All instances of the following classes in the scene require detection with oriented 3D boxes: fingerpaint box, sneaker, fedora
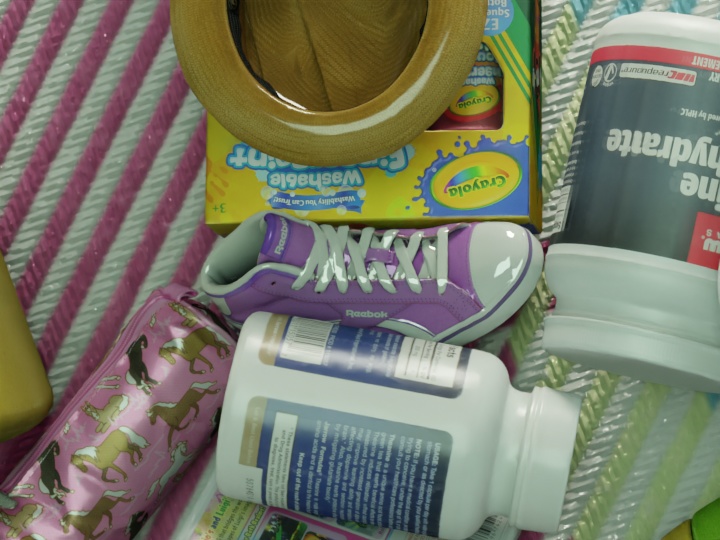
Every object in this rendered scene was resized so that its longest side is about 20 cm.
[{"bbox_3d":[0.009,-0.106,1.733,0.199,0.073,0.167,0,82,10],"label":"fingerpaint box"},{"bbox_3d":[0.000,0.001,1.670,0.200,0.114,0.073,-16,55,25],"label":"sneaker"},{"bbox_3d":[-0.014,-0.149,1.665,0.200,0.082,0.201,-3,75,10],"label":"fedora"}]

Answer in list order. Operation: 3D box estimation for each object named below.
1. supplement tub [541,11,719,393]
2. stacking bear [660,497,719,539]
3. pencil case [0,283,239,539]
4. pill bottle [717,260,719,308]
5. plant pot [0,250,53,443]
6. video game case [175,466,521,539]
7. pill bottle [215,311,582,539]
[{"bbox_3d":[0.186,-0.039,1.661,0.140,0.140,0.201,12,84,11],"label":"supplement tub"},{"bbox_3d":[0.210,0.193,1.647,0.200,0.121,0.114,-26,81,13],"label":"stacking bear"},{"bbox_3d":[-0.147,0.103,1.725,0.083,0.087,0.200,39,88,20],"label":"pencil case"},{"bbox_3d":[0.305,0.014,1.599,0.106,0.200,0.107,-17,69,51],"label":"pill bottle"},{"bbox_3d":[-0.296,0.045,1.701,0.200,0.176,0.200,-25,79,16],"label":"plant pot"},{"bbox_3d":[-0.011,0.166,1.671,0.182,0.024,0.200,19,51,11],"label":"video game case"},{"bbox_3d":[0.023,0.094,1.647,0.199,0.111,0.111,10,84,4],"label":"pill bottle"}]
